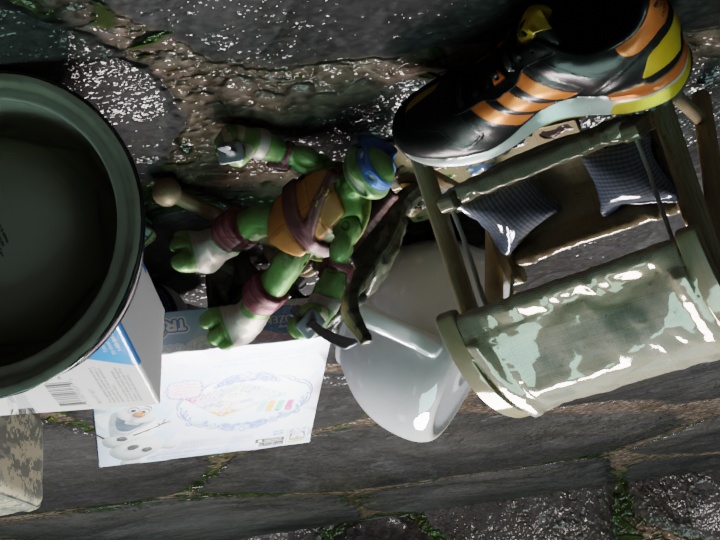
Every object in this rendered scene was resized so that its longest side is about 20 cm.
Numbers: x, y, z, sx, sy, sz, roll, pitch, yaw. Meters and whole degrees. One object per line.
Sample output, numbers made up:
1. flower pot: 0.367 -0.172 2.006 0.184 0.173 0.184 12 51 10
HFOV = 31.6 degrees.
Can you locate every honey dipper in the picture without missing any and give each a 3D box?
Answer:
1. honey dipper: -0.100 -0.037 1.037 0.038 0.039 0.199 -18 156 31

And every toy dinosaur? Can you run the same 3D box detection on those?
1. toy dinosaur: -0.108 0.023 1.125 0.076 0.103 0.200 -25 146 20
2. toy dinosaur: 0.000 0.000 0.972 0.047 0.201 0.088 41 130 -16

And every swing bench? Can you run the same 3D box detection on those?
1. swing bench: 0.156 -0.019 0.892 0.197 0.203 0.129 -22 155 31

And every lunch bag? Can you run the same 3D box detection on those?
1. lunch bag: -0.473 0.205 1.448 0.165 0.141 0.200 -10 161 7

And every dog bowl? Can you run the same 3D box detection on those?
1. dog bowl: -0.224 -0.017 0.795 0.197 0.203 0.074 -7 169 2

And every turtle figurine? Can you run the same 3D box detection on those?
1. turtle figurine: -0.074 -0.020 0.902 0.144 0.201 0.193 41 133 -14

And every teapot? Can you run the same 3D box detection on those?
1. teapot: 0.039 0.049 1.160 0.145 0.198 0.202 27 137 14

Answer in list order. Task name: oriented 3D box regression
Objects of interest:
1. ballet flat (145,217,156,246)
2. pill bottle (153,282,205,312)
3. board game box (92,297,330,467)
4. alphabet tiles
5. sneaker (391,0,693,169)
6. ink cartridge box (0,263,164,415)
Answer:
1. ballet flat: -0.231 -0.023 0.966 0.068 0.072 0.199 -15 160 28
2. pill bottle: -0.223 0.062 1.157 0.110 0.113 0.198 -22 157 39
3. board game box: -0.132 0.099 1.097 0.197 0.044 0.200 -5 149 -13
4. alphabet tiles: 0.082 -0.080 1.014 0.197 0.006 0.166 -12 160 16
5. sneaker: 0.102 -0.130 0.796 0.197 0.071 0.090 -14 145 20
6. ink cartridge box: -0.251 0.038 0.905 0.197 0.085 0.147 -4 151 3
